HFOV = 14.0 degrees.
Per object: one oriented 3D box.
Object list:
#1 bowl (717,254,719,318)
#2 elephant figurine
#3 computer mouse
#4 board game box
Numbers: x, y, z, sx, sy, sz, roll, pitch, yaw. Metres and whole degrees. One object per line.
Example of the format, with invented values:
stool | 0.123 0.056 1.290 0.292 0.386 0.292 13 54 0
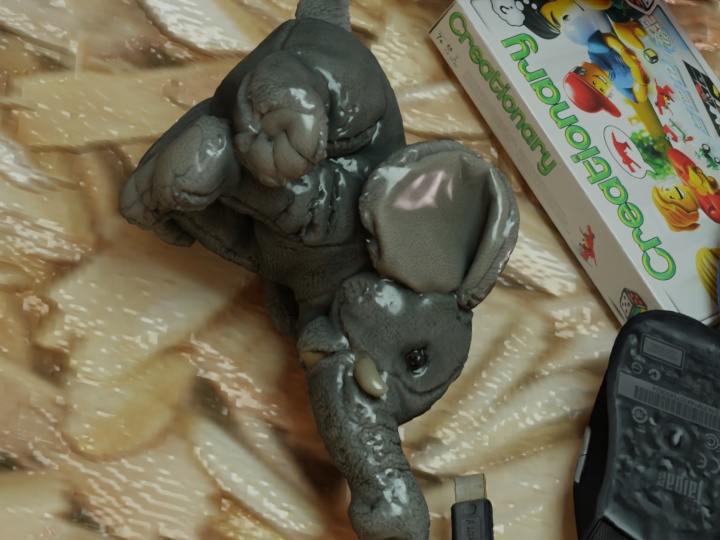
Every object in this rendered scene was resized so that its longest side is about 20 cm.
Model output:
bowl | 0.257 0.033 1.420 0.200 0.039 0.202 18 60 -34
elephant figurine | 0.000 0.000 1.282 0.200 0.155 0.142 47 4 -9
computer mouse | 0.102 0.104 1.314 0.139 0.046 0.201 15 58 -16
board game box | 0.135 -0.060 1.444 0.126 0.035 0.201 -22 73 -39
